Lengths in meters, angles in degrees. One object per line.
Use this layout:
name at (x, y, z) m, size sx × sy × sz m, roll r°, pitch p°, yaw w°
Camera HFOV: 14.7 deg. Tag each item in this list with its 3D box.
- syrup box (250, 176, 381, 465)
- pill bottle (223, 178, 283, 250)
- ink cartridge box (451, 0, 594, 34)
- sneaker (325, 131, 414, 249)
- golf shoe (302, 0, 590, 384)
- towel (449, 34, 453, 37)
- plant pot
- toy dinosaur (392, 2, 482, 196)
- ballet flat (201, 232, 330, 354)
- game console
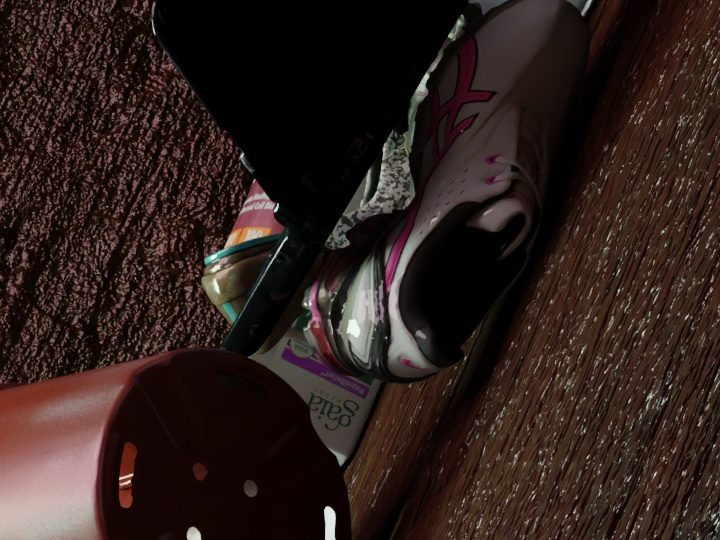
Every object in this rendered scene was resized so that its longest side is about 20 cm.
syrup box at (-0.013, 0.021, 1.661) m, size 0.081 × 0.078 × 0.201 m, roll 124°, pitch 171°, yaw -65°
pill bottle at (-0.012, -0.053, 1.857) m, size 0.114 × 0.114 × 0.201 m, roll 125°, pitch 169°, yaw -69°
ink cartridge box at (0.046, -0.214, 1.454) m, size 0.146 × 0.199 × 0.084 m, roll -62°, pitch 1°, yaw 31°
sneaker at (0.036, -0.071, 1.497) m, size 0.077 × 0.088 × 0.201 m, roll 120°, pitch 174°, yaw -54°
golf shoe at (0.058, -0.035, 1.231) m, size 0.092 × 0.073 × 0.201 m, roll 6°, pitch 62°, yaw 53°
towel at (0.055, -0.169, 1.693) m, size 0.149 × 0.036 × 0.200 m, roll 67°, pitch 157°, yaw 21°
plant pot at (-0.120, 0.130, 1.295) m, size 0.195 × 0.201 × 0.201 m, roll -20°, pitch 37°, yaw 44°
toy dinosaur at (0.053, -0.068, 1.408) m, size 0.102 × 0.077 × 0.201 m, roll -54°, pitch 42°, yaw 39°
ballet flat at (0.000, 0.000, 1.523) m, size 0.200 × 0.073 × 0.068 m, roll -21°, pitch 0°, yaw -44°
game console at (-0.034, -0.093, 1.274) m, size 0.200 × 0.116 × 0.176 m, roll -59°, pitch 1°, yaw -41°
